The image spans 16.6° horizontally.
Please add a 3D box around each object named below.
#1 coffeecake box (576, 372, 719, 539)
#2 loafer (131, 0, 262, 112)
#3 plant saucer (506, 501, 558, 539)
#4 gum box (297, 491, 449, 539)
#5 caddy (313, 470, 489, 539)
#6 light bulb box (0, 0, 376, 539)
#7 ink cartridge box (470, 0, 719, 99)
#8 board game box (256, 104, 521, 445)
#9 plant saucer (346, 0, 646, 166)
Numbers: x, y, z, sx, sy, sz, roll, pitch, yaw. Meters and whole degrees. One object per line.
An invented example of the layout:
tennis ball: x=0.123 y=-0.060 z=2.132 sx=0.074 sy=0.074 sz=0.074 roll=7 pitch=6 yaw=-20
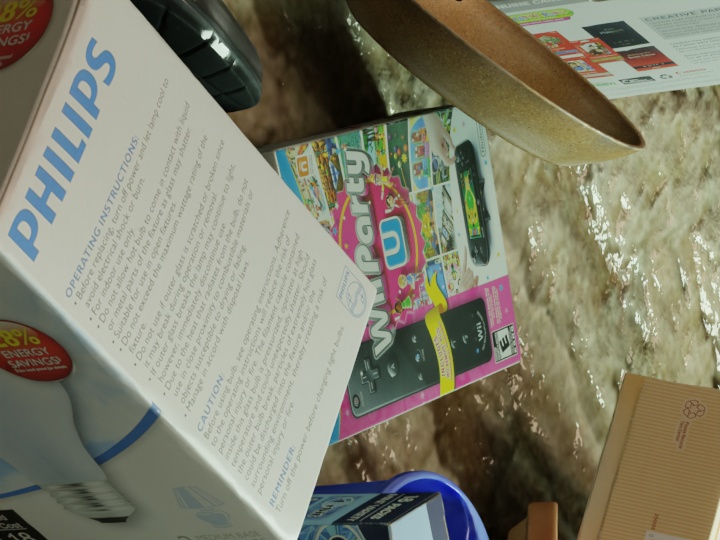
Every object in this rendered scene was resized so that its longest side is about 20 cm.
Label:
coffeecake box: x=0.170 y=0.180 z=1.417 sx=0.200 sy=0.073 sz=0.154 roll=80 pitch=25 yaw=-54
loafer: x=-0.105 y=-0.142 z=1.117 sx=0.200 sy=0.073 sz=0.073 roll=45 pitch=46 yaw=-45
plant saucer: x=0.092 y=0.225 z=1.331 sx=0.200 sy=0.032 sz=0.201 roll=0 pitch=90 yaw=-86
gum box: x=-0.043 y=0.182 z=1.052 sx=0.045 sy=0.199 sz=0.171 roll=-25 pitch=107 yaw=-54
caddy: x=0.000 y=0.183 z=1.197 sx=0.200 sy=0.105 sz=0.142 roll=-42 pitch=119 yaw=-50
light bulb box: x=-0.136 y=0.007 z=0.937 sx=0.200 sy=0.198 sz=0.125 roll=49 pitch=46 yaw=-40
ink cartridge box: x=0.184 y=-0.173 z=1.429 sx=0.175 sy=0.199 sz=0.084 roll=25 pitch=65 yaw=-53
board game box: x=0.000 y=0.000 z=1.260 sx=0.200 sy=0.064 sz=0.148 roll=-19 pitch=100 yaw=-55
plant saucer: x=0.060 y=-0.112 z=1.298 sx=0.035 sy=0.200 sz=0.200 roll=-53 pitch=146 yaw=13
